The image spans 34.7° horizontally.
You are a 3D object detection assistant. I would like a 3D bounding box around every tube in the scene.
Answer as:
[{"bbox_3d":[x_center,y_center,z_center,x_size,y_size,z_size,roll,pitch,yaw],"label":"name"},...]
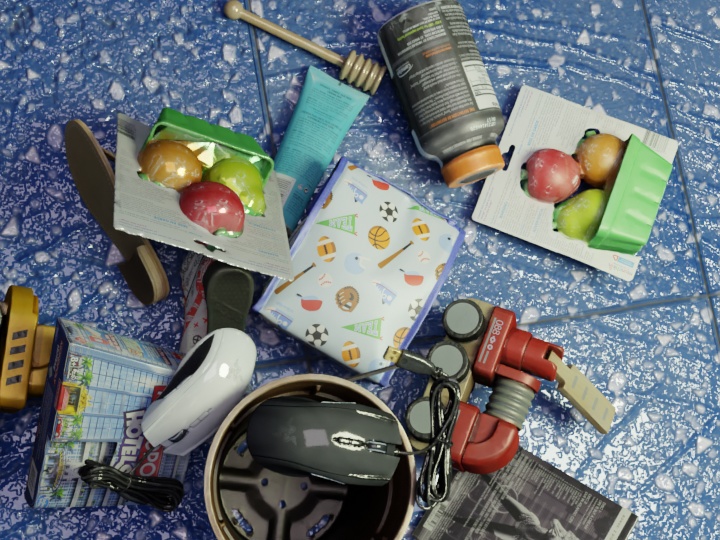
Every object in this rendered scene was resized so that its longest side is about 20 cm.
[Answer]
[{"bbox_3d":[-0.061,-0.136,1.304,0.077,0.050,0.200,28,70,-9],"label":"tube"}]

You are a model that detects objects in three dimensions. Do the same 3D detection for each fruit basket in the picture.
[{"bbox_3d":[0.253,-0.103,1.353,0.199,0.094,0.186,19,75,8],"label":"fruit basket"},{"bbox_3d":[-0.163,-0.072,1.166,0.185,0.094,0.200,17,39,-23],"label":"fruit basket"}]

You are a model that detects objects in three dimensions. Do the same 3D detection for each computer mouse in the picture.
[{"bbox_3d":[-0.169,0.143,1.099,0.110,0.044,0.200,36,93,-34],"label":"computer mouse"},{"bbox_3d":[0.003,0.132,1.058,0.199,0.046,0.141,16,78,-8],"label":"computer mouse"}]

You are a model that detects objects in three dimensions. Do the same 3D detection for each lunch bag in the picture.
[{"bbox_3d":[0.000,0.000,1.249,0.170,0.124,0.200,30,84,-6],"label":"lunch bag"}]

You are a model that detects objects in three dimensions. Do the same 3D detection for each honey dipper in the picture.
[{"bbox_3d":[-0.066,-0.264,1.331,0.200,0.038,0.038,27,75,-4],"label":"honey dipper"}]

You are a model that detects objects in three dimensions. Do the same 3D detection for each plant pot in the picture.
[{"bbox_3d":[-0.063,0.212,1.155,0.200,0.198,0.201,2,80,-11],"label":"plant pot"}]

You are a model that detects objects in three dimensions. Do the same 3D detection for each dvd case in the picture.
[{"bbox_3d":[0.179,0.279,1.252,0.200,0.016,0.149,29,73,18],"label":"dvd case"}]

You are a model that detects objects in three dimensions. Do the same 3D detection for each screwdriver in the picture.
[{"bbox_3d":[-0.026,0.122,1.198,0.028,0.200,0.029,30,56,-43],"label":"screwdriver"}]

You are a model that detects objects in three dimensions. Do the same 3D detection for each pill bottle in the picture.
[{"bbox_3d":[0.099,-0.198,1.316,0.106,0.106,0.201,-18,83,-15],"label":"pill bottle"}]

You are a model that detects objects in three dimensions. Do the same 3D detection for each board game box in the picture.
[{"bbox_3d":[-0.214,0.153,1.145,0.199,0.062,0.201,5,111,-28],"label":"board game box"}]

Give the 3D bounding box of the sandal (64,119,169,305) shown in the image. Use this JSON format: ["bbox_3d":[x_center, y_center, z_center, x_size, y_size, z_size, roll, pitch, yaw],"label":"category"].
[{"bbox_3d":[-0.246,-0.071,1.249,0.070,0.078,0.212,-26,92,-39],"label":"sandal"}]

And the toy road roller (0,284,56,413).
[{"bbox_3d":[-0.356,0.114,1.155,0.146,0.123,0.201,9,77,-21],"label":"toy road roller"}]

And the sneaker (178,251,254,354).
[{"bbox_3d":[-0.163,0.062,1.232,0.067,0.108,0.202,6,114,-21],"label":"sneaker"}]

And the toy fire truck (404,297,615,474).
[{"bbox_3d":[0.169,0.145,1.250,0.199,0.129,0.176,18,74,16],"label":"toy fire truck"}]
